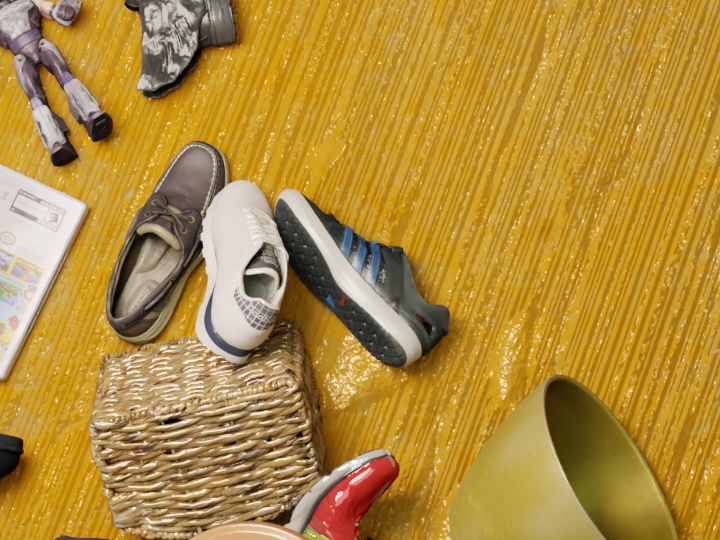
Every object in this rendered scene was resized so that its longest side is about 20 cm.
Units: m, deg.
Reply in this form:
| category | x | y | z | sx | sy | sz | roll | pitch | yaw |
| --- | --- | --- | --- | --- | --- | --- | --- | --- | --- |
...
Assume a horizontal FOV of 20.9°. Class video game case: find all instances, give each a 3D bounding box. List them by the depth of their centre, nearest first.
| category | x | y | z | sx | sy | sz | roll | pitch | yaw |
| --- | --- | --- | --- | --- | --- | --- | --- | --- | --- |
| video game case | -0.381 | -0.019 | 1.834 | 0.199 | 0.023 | 0.183 | 24 | 82 | 7 |

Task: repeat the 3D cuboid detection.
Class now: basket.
| category | x | y | z | sx | sy | sz | roll | pitch | yaw |
| --- | --- | --- | --- | --- | --- | --- | --- | --- | --- |
| basket | -0.134 | 0.147 | 1.764 | 0.199 | 0.149 | 0.144 | -13 | 112 | 2 |

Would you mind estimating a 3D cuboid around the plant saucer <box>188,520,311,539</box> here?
| category | x | y | z | sx | sy | sz | roll | pitch | yaw |
| --- | --- | --- | --- | --- | --- | --- | --- | --- | --- |
| plant saucer | -0.096 | 0.315 | 1.660 | 0.199 | 0.032 | 0.202 | 0 | 89 | 11 |

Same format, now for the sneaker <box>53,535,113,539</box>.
| category | x | y | z | sx | sy | sz | roll | pitch | yaw |
| --- | --- | --- | --- | --- | --- | --- | --- | --- | --- |
| sneaker | -0.191 | 0.271 | 1.739 | 0.199 | 0.095 | 0.080 | 13 | 97 | -18 |

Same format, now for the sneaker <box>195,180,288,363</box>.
| category | x | y | z | sx | sy | sz | roll | pitch | yaw |
| --- | --- | --- | --- | --- | --- | --- | --- | --- | --- |
| sneaker | -0.095 | -0.012 | 1.744 | 0.076 | 0.081 | 0.201 | 21 | 43 | -24 |

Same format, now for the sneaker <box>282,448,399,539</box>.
| category | x | y | z | sx | sy | sz | roll | pitch | yaw |
| --- | --- | --- | --- | --- | --- | --- | --- | --- | --- |
| sneaker | -0.024 | 0.246 | 1.704 | 0.085 | 0.077 | 0.200 | 42 | 96 | 28 |

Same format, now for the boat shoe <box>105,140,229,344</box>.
| category | x | y | z | sx | sy | sz | roll | pitch | yaw |
| --- | --- | --- | --- | --- | --- | --- | --- | --- | --- |
| boat shoe | -0.177 | -0.029 | 1.797 | 0.073 | 0.065 | 0.201 | 19 | 81 | 9 |

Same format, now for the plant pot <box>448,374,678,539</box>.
| category | x | y | z | sx | sy | sz | roll | pitch | yaw |
| --- | --- | --- | --- | --- | --- | --- | --- | --- | --- |
| plant pot | 0.161 | 0.211 | 1.681 | 0.142 | 0.200 | 0.201 | -34 | 78 | 23 |

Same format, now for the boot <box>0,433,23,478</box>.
| category | x | y | z | sx | sy | sz | roll | pitch | yaw |
| --- | --- | --- | --- | --- | --- | --- | --- | --- | --- |
| boot | -0.394 | 0.237 | 1.757 | 0.199 | 0.076 | 0.169 | -8 | 75 | 10 |

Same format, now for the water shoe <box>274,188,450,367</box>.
| category | x | y | z | sx | sy | sz | roll | pitch | yaw |
| --- | --- | --- | --- | --- | --- | --- | --- | --- | --- |
| water shoe | 0.000 | 0.000 | 1.789 | 0.079 | 0.072 | 0.200 | -31 | 76 | -30 |

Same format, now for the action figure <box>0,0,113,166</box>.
| category | x | y | z | sx | sy | sz | roll | pitch | yaw |
| --- | --- | --- | --- | --- | --- | --- | --- | --- | --- |
| action figure | -0.306 | -0.201 | 1.839 | 0.130 | 0.069 | 0.201 | -33 | 76 | 3 |

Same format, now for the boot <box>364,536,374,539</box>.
| category | x | y | z | sx | sy | sz | roll | pitch | yaw |
| --- | --- | --- | --- | --- | --- | --- | --- | --- | --- |
| boot | -0.005 | 0.347 | 1.719 | 0.130 | 0.068 | 0.201 | -23 | 75 | 9 |

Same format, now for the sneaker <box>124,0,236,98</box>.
| category | x | y | z | sx | sy | sz | roll | pitch | yaw |
| --- | --- | --- | --- | --- | --- | --- | --- | --- | --- |
| sneaker | -0.178 | -0.269 | 1.844 | 0.104 | 0.060 | 0.201 | -12 | 82 | -3 |
